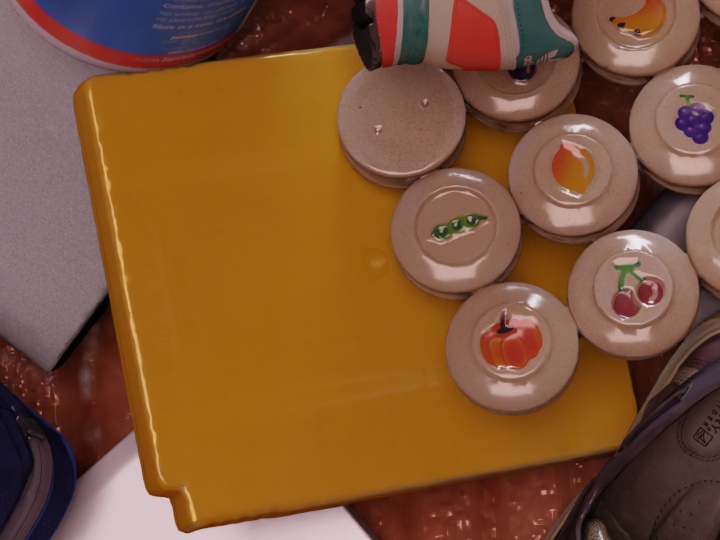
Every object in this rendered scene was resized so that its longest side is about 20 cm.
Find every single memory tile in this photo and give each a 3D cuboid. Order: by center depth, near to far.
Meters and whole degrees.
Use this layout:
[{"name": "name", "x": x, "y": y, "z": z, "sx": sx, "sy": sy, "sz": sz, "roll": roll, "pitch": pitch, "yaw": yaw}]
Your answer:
[{"name": "memory tile", "x": 0.103, "y": -0.044, "z": 1.030, "sx": 0.199, "sy": 0.017, "sz": 0.154, "roll": -24, "pitch": 71, "yaw": -3}]

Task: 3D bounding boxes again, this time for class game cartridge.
[{"name": "game cartridge", "x": 0.000, "y": 0.000, "z": 1.060, "sx": 0.199, "sy": 0.032, "sz": 0.177, "roll": -8, "pitch": 82, "yaw": -19}]

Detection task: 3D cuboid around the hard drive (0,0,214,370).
[{"name": "hard drive", "x": -0.160, "y": -0.075, "z": 1.103, "sx": 0.200, "sy": 0.033, "sz": 0.140, "roll": 37, "pitch": 97, "yaw": 1}]

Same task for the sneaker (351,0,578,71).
[{"name": "sneaker", "x": 0.050, "y": -0.168, "z": 0.992, "sx": 0.093, "sy": 0.070, "sz": 0.201, "roll": 6, "pitch": 87, "yaw": -5}]

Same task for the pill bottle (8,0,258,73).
[{"name": "pill bottle", "x": -0.061, "y": -0.167, "z": 0.996, "sx": 0.112, "sy": 0.200, "sz": 0.113, "roll": 10, "pitch": 58, "yaw": -17}]

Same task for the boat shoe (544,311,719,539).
[{"name": "boat shoe", "x": 0.106, "y": 0.108, "z": 1.036, "sx": 0.072, "sy": 0.065, "sz": 0.200, "roll": 32, "pitch": 109, "yaw": 10}]

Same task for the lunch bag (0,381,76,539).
[{"name": "lunch bag", "x": -0.208, "y": 0.072, "z": 1.069, "sx": 0.200, "sy": 0.132, "sz": 0.136, "roll": 39, "pitch": 92, "yaw": 26}]

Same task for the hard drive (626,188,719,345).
[{"name": "hard drive", "x": 0.210, "y": -0.028, "z": 1.062, "sx": 0.140, "sy": 0.033, "sz": 0.200, "roll": 43, "pitch": 89, "yaw": 2}]

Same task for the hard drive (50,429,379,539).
[{"name": "hard drive", "x": -0.089, "y": 0.150, "z": 1.102, "sx": 0.200, "sy": 0.025, "sz": 0.132, "roll": -41, "pitch": 80, "yaw": 2}]
